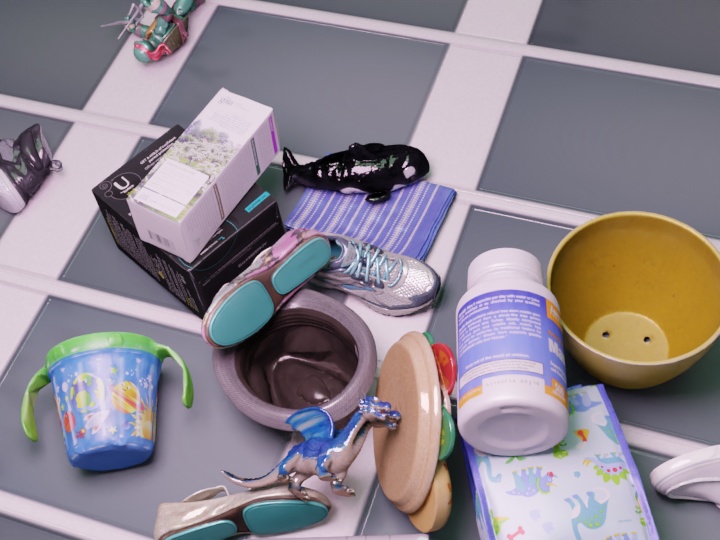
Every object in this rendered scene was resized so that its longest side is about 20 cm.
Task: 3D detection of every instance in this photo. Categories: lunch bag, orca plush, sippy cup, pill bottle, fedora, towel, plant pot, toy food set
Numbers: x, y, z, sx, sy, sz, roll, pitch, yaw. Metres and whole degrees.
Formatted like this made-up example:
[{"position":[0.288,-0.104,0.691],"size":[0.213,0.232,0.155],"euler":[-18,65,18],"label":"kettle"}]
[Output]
[{"position":[0.200,0.227,1.108],"size":[0.169,0.128,0.201],"euler":[-12,64,-1],"label":"lunch bag"},{"position":[-0.010,-0.153,1.412],"size":[0.199,0.071,0.106],"euler":[9,53,14],"label":"orca plush"},{"position":[-0.291,0.157,1.223],"size":[0.177,0.139,0.131],"euler":[-30,59,34],"label":"sippy cup"},{"position":[0.154,0.079,1.095],"size":[0.111,0.112,0.201],"euler":[-1,52,6],"label":"pill bottle"},{"position":[-0.068,0.120,1.235],"size":[0.199,0.091,0.177],"euler":[26,61,31],"label":"fedora"},{"position":[0.014,-0.082,1.409],"size":[0.199,0.024,0.145],"euler":[18,58,19],"label":"towel"},{"position":[0.309,0.055,1.204],"size":[0.199,0.142,0.201],"euler":[-4,55,5],"label":"plant pot"},{"position":[0.060,0.161,1.134],"size":[0.048,0.199,0.200],"euler":[4,17,-14],"label":"toy food set"}]

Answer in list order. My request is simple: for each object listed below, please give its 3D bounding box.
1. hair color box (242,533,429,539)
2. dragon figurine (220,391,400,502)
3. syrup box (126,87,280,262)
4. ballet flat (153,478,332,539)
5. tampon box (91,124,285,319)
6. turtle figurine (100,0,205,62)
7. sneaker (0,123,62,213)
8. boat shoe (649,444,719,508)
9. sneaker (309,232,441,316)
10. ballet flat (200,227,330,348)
[{"position":[-0.025,0.333,1.101],"size":[0.199,0.061,0.099],"euler":[-3,55,6],"label":"hair color box"},{"position":[-0.048,0.186,1.122],"size":[0.199,0.059,0.100],"euler":[-13,47,31],"label":"dragon figurine"},{"position":[-0.183,-0.117,1.265],"size":[0.078,0.082,0.200],"euler":[24,59,19],"label":"syrup box"},{"position":[-0.132,0.258,1.166],"size":[0.199,0.068,0.063],"euler":[-12,45,-2],"label":"ballet flat"},{"position":[-0.214,-0.059,1.357],"size":[0.150,0.127,0.200],"euler":[-41,59,-21],"label":"tampon box"},{"position":[-0.306,-0.382,1.615],"size":[0.149,0.101,0.200],"euler":[-9,38,54],"label":"turtle figurine"},{"position":[-0.510,-0.173,1.508],"size":[0.114,0.076,0.200],"euler":[-41,66,-21],"label":"sneaker"},{"position":[0.411,0.228,1.123],"size":[0.199,0.072,0.069],"euler":[-2,55,-6],"label":"boat shoe"},{"position":[0.000,0.000,1.307],"size":[0.199,0.086,0.078],"euler":[12,75,19],"label":"sneaker"},{"position":[-0.119,0.018,1.238],"size":[0.071,0.069,0.200],"euler":[15,49,47],"label":"ballet flat"}]
